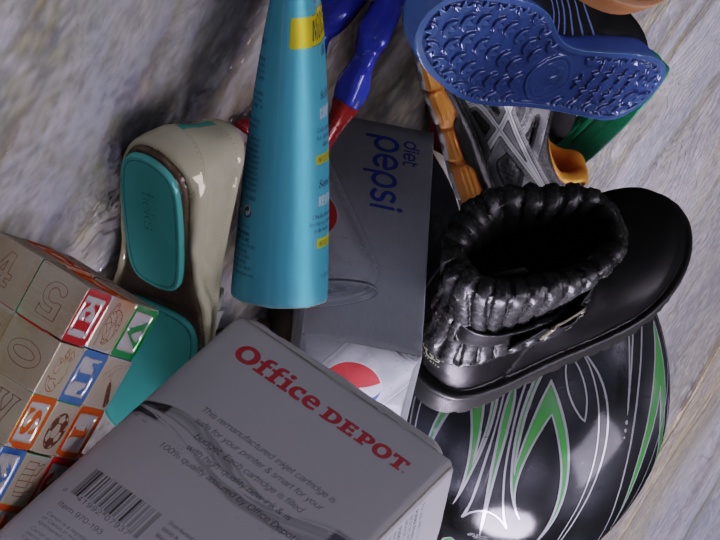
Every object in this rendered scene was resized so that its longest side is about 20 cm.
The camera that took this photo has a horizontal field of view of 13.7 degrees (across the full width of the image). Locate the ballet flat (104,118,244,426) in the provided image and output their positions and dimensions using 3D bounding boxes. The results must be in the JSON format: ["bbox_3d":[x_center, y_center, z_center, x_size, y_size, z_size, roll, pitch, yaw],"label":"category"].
[{"bbox_3d":[-0.093,0.002,1.549,0.069,0.069,0.201,-41,153,-42],"label":"ballet flat"}]

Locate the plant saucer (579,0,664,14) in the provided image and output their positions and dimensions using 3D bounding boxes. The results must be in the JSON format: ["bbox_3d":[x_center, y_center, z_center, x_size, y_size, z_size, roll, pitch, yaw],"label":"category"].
[{"bbox_3d":[0.114,-0.233,1.608,0.032,0.201,0.200,-19,-175,34],"label":"plant saucer"}]

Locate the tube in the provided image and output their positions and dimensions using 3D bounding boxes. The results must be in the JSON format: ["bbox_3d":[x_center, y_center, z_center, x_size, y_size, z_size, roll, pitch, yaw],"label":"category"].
[{"bbox_3d":[-0.037,-0.083,1.524,0.077,0.050,0.202,-99,-168,-76],"label":"tube"}]

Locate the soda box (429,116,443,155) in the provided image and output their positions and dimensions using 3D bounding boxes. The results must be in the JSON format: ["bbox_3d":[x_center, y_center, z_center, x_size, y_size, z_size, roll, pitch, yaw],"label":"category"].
[{"bbox_3d":[0.085,-0.143,1.782,0.070,0.063,0.201,-49,157,-31],"label":"soda box"}]

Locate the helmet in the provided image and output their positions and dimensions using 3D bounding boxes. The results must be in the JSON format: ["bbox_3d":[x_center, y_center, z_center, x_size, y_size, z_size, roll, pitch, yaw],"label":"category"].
[{"bbox_3d":[0.097,0.075,1.810,0.200,0.199,0.191,-46,158,-34],"label":"helmet"}]

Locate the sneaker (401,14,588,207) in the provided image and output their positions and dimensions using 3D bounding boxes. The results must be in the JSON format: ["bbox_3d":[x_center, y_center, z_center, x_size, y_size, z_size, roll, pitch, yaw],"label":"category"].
[{"bbox_3d":[0.071,-0.110,1.690,0.078,0.077,0.201,-99,170,-53],"label":"sneaker"}]

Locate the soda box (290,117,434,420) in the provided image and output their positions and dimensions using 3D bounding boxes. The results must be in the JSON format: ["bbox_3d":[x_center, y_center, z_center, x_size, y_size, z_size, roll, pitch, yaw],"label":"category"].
[{"bbox_3d":[0.000,0.000,1.638,0.201,0.068,0.064,-85,-174,-51],"label":"soda box"}]

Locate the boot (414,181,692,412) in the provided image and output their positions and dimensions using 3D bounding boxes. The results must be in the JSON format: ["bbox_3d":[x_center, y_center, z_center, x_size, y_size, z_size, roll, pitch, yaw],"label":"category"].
[{"bbox_3d":[0.119,-0.010,1.659,0.211,0.079,0.158,-34,162,-27],"label":"boot"}]

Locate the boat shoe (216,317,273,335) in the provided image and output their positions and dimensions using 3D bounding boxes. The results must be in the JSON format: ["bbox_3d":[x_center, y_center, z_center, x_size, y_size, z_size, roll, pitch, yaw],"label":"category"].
[{"bbox_3d":[-0.081,0.070,1.692,0.074,0.075,0.202,-14,164,-3],"label":"boat shoe"}]

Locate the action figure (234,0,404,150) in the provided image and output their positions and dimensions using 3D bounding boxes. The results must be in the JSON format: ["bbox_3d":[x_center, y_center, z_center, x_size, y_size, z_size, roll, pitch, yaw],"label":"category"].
[{"bbox_3d":[0.004,-0.152,1.569,0.201,0.065,0.099,-59,169,-2],"label":"action figure"}]

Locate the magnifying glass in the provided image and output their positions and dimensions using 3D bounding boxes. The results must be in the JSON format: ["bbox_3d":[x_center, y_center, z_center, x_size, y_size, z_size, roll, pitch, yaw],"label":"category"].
[{"bbox_3d":[0.135,-0.082,1.846,0.080,0.022,0.200,-50,-174,-25],"label":"magnifying glass"}]

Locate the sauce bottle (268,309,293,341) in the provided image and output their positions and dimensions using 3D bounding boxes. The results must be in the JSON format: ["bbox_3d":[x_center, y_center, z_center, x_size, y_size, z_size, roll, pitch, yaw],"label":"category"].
[{"bbox_3d":[-0.024,0.049,1.783,0.065,0.064,0.201,-47,156,-31],"label":"sauce bottle"}]

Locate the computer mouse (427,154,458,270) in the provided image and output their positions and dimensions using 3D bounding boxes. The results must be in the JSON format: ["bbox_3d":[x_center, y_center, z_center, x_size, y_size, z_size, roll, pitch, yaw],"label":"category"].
[{"bbox_3d":[0.048,-0.008,1.903,0.140,0.046,0.201,-41,153,-39],"label":"computer mouse"}]

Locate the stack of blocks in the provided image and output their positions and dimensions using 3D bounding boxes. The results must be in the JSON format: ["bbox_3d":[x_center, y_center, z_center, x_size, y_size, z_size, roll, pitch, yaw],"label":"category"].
[{"bbox_3d":[-0.180,0.089,1.470,0.201,0.058,0.115,-61,160,2],"label":"stack of blocks"}]

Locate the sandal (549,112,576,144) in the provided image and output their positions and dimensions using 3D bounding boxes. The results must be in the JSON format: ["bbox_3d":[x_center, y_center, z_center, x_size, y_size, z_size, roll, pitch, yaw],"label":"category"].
[{"bbox_3d":[0.129,-0.145,1.726,0.075,0.045,0.201,-44,154,-41],"label":"sandal"}]

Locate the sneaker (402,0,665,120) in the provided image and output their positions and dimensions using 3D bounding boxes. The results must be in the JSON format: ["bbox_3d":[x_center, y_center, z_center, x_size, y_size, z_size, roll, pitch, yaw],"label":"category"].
[{"bbox_3d":[0.081,-0.134,1.599,0.070,0.078,0.199,-47,146,22],"label":"sneaker"}]

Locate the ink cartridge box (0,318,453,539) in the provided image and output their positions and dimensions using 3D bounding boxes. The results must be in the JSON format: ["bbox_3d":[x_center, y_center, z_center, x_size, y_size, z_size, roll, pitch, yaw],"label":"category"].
[{"bbox_3d":[-0.070,0.138,1.487,0.200,0.145,0.084,-42,155,-34],"label":"ink cartridge box"}]
